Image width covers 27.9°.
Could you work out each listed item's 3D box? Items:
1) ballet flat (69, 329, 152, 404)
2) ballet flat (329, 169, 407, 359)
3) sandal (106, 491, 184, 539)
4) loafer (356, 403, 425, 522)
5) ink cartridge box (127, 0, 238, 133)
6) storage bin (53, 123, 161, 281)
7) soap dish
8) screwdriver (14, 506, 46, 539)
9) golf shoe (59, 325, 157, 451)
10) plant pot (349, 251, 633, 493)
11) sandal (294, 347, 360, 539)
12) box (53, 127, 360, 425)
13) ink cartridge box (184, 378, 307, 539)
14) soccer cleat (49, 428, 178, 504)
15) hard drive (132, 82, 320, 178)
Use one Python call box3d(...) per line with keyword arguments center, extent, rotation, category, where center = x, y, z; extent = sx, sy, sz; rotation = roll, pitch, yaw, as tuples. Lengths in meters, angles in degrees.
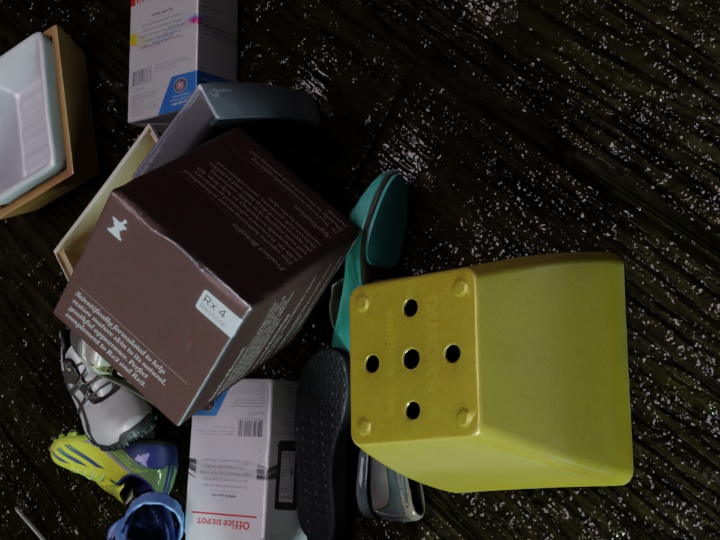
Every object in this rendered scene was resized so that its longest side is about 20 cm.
box3d(center=(-0.240, 0.090, 1.489), extent=(0.200, 0.064, 0.068), rotation=(21, 102, 30), category="ballet flat")
box3d(center=(0.000, 0.000, 1.404), extent=(0.070, 0.067, 0.201), rotation=(2, 85, 34), category="ballet flat")
box3d(center=(-0.220, 0.274, 1.508), extent=(0.200, 0.079, 0.087), rotation=(160, 126, -72), category="sandal")
box3d(center=(0.039, 0.135, 1.350), extent=(0.063, 0.072, 0.201), rotation=(5, 94, 38), category="loafer")
box3d(center=(-0.199, -0.264, 1.630), extent=(0.116, 0.067, 0.201), rotation=(-8, 77, 40), category="ink cartridge box")
box3d(center=(-0.214, -0.013, 1.580), extent=(0.200, 0.094, 0.199), rotation=(-48, 54, 24), category="storage bin")
box3d(center=(-0.396, -0.177, 1.779), extent=(0.157, 0.081, 0.200), rotation=(-24, 67, 36), category="soap dish")
box3d(center=(-0.356, 0.333, 1.683), extent=(0.200, 0.028, 0.029), rotation=(29, 73, 38), category="screwdriver")
box3d(center=(-0.288, 0.125, 1.581), extent=(0.078, 0.095, 0.200), rotation=(-33, 32, -15), category="golf shoe")
box3d(center=(0.096, 0.083, 1.234), extent=(0.200, 0.176, 0.201), rotation=(-10, 75, 40), category="plant pot")
box3d(center=(-0.028, 0.167, 1.412), extent=(0.075, 0.048, 0.201), rotation=(21, 113, 45), category="sandal")
box3d(center=(-0.139, 0.000, 1.341), extent=(0.166, 0.200, 0.164), rotation=(41, 127, 10), category="box")
box3d(center=(-0.113, 0.212, 1.466), extent=(0.116, 0.068, 0.201), rotation=(-3, 80, 41), category="ink cartridge box")
box3d(center=(-0.282, 0.219, 1.617), extent=(0.200, 0.065, 0.084), rotation=(-6, 80, 40), category="soccer cleat")
box3d(center=(-0.126, -0.127, 1.459), extent=(0.042, 0.200, 0.135), rotation=(48, 114, 19), category="hard drive")
